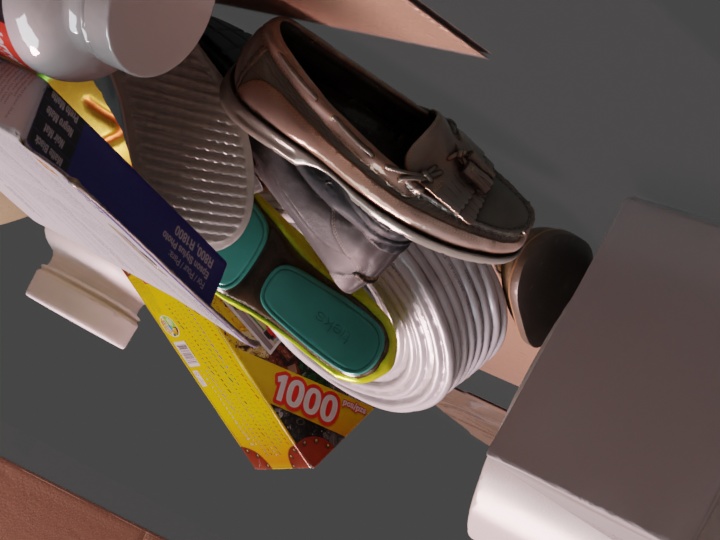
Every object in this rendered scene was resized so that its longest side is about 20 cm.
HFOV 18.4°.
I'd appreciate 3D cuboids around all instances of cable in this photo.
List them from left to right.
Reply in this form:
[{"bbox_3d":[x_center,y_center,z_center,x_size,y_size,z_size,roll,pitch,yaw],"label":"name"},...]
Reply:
[{"bbox_3d":[0.000,0.000,1.431,0.199,0.069,0.201,6,130,49],"label":"cable"}]

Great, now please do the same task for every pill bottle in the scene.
[{"bbox_3d":[-0.170,-0.165,1.123,0.199,0.113,0.112,26,173,33],"label":"pill bottle"},{"bbox_3d":[-0.163,-0.050,1.645,0.112,0.201,0.112,28,174,3],"label":"pill bottle"}]

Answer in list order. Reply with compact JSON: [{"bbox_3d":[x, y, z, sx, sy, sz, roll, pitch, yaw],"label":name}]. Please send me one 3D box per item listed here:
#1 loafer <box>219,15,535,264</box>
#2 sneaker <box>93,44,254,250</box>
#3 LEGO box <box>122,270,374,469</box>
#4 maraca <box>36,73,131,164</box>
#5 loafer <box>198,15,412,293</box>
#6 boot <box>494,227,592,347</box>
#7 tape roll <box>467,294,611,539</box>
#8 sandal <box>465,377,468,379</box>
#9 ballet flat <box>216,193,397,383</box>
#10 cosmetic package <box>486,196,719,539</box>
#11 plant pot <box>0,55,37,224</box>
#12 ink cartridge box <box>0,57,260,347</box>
[{"bbox_3d":[0.017,-0.073,1.260,0.199,0.072,0.063,29,131,-7],"label":"loafer"},{"bbox_3d":[-0.118,-0.109,1.306,0.082,0.073,0.202,-143,32,-78],"label":"sneaker"},{"bbox_3d":[-0.059,0.018,1.581,0.077,0.149,0.201,-8,120,54],"label":"LEGO box"},{"bbox_3d":[-0.141,-0.104,1.453,0.136,0.108,0.200,-7,156,4],"label":"maraca"},{"bbox_3d":[-0.049,-0.072,1.328,0.200,0.072,0.073,47,-152,18],"label":"loafer"},{"bbox_3d":[0.112,0.004,1.462,0.075,0.074,0.200,37,179,19],"label":"boot"},{"bbox_3d":[0.175,0.113,1.411,0.138,0.204,0.203,28,174,16],"label":"tape roll"},{"bbox_3d":[0.035,-0.025,1.630,0.212,0.070,0.078,50,149,-3],"label":"sandal"},{"bbox_3d":[-0.056,-0.003,1.375,0.200,0.067,0.067,40,-169,7],"label":"ballet flat"},{"bbox_3d":[0.214,0.090,1.183,0.200,0.168,0.166,34,173,-36],"label":"cosmetic package"},{"bbox_3d":[-0.234,-0.124,1.555,0.133,0.202,0.200,2,177,-7],"label":"plant pot"},{"bbox_3d":[-0.155,-0.051,1.196,0.199,0.041,0.200,29,169,36],"label":"ink cartridge box"}]
